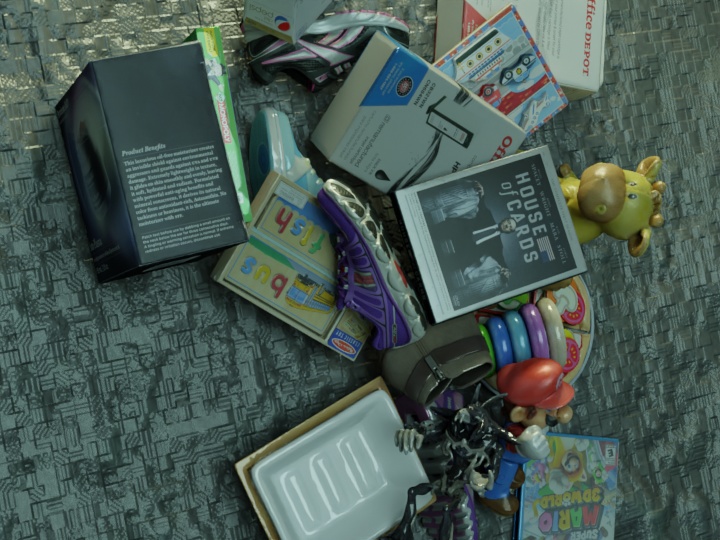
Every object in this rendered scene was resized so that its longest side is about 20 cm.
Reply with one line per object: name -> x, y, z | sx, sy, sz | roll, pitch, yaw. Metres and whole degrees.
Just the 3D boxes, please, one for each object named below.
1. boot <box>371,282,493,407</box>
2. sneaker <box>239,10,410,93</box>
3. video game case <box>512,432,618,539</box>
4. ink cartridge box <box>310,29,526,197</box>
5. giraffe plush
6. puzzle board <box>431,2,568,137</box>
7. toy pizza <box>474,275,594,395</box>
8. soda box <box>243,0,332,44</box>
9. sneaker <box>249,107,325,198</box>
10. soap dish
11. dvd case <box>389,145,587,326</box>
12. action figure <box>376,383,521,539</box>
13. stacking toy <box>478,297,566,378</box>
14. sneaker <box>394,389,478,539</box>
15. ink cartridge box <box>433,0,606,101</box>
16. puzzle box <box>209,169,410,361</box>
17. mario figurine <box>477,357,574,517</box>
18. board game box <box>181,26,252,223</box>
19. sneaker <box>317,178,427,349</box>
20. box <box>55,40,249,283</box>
boot -> 0.103, 0.056, 1.390 | 0.199, 0.070, 0.147 | -37, 57, -1
sneaker -> -0.040, -0.248, 1.421 | 0.197, 0.080, 0.088 | -4, 91, -13
video game case -> 0.253, 0.304, 1.524 | 0.141, 0.018, 0.203 | 8, 82, -24
ink cartridge box -> 0.067, -0.152, 1.395 | 0.198, 0.084, 0.147 | 27, 102, -27
giraffe plush -> 0.273, -0.070, 1.462 | 0.198, 0.161, 0.176 | -4, 85, -43
puzzle board -> 0.137, -0.194, 1.459 | 0.199, 0.017, 0.151 | -38, 120, -2
toy pizza -> 0.210, 0.063, 1.521 | 0.197, 0.032, 0.204 | 3, 84, -24
soda box -> -0.054, -0.340, 1.377 | 0.067, 0.064, 0.201 | 24, 50, 12
sneaker -> -0.051, -0.089, 1.393 | 0.129, 0.079, 0.203 | -12, 99, -23
soap dish -> -0.030, 0.234, 1.367 | 0.198, 0.081, 0.159 | -29, 97, -25
dvd case -> 0.143, -0.041, 1.365 | 0.197, 0.025, 0.152 | -18, 88, -19
action figure -> 0.097, 0.211, 1.321 | 0.202, 0.117, 0.102 | -67, 155, -10
stacking toy -> 0.136, 0.092, 1.443 | 0.197, 0.085, 0.087 | -12, 89, -3
sneaker -> 0.107, 0.226, 1.438 | 0.088, 0.080, 0.203 | -20, 97, -43
ink cartridge box -> 0.197, -0.299, 1.522 | 0.197, 0.083, 0.149 | 8, 82, -23
puzzle box -> -0.052, -0.002, 1.344 | 0.199, 0.025, 0.134 | 31, 89, -30
mario figurine -> 0.200, 0.190, 1.410 | 0.104, 0.124, 0.202 | -3, 128, -22
board game box -> -0.164, -0.142, 1.313 | 0.029, 0.134, 0.203 | -9, 89, -25
sneaker -> 0.000, 0.000, 1.316 | 0.082, 0.081, 0.202 | -24, 106, 10
box -> -0.217, -0.103, 1.250 | 0.122, 0.199, 0.202 | -13, 89, -24
